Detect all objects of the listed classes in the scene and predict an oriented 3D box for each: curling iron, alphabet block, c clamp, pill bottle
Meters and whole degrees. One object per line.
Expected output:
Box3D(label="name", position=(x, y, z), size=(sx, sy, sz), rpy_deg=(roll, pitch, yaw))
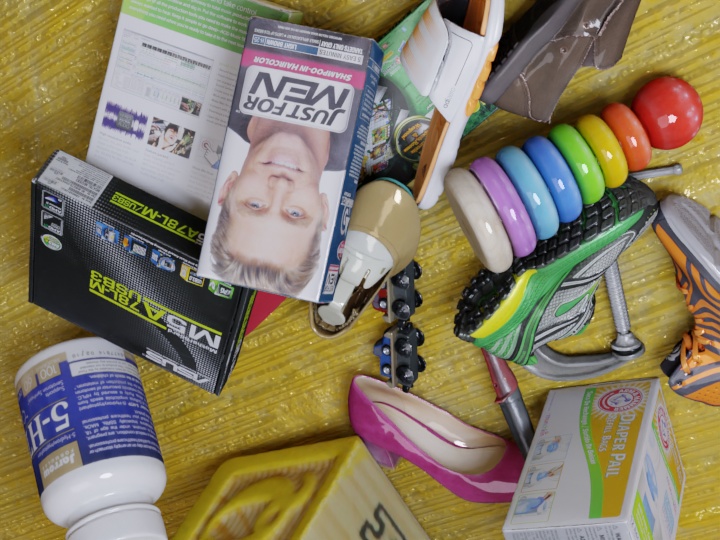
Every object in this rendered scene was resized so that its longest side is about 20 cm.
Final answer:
Box3D(label="curling iron", position=(0.126, 0.103, 1.156), size=(0.025, 0.050, 0.201), rpy_deg=(-19, 99, -4))
Box3D(label="alphabet block", position=(-0.055, 0.301, 1.253), size=(0.195, 0.197, 0.201), rpy_deg=(-18, 117, 37))
Box3D(label="c clamp", position=(0.186, 0.009, 1.107), size=(0.170, 0.027, 0.201), rpy_deg=(0, 119, 21))
Box3D(label="pill bottle", position=(-0.249, 0.176, 1.261), size=(0.120, 0.119, 0.201), rpy_deg=(-42, 56, 35))

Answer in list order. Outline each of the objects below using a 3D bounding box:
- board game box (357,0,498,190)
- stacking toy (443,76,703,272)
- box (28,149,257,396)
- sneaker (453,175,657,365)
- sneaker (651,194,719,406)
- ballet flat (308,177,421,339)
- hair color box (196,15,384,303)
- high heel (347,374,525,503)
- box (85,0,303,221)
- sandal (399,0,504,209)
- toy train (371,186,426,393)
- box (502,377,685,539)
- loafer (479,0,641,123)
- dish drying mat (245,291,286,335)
Box3D(label="board game box", position=(0.030, -0.129, 1.068), size=(0.200, 0.023, 0.105), rpy_deg=(-38, 100, 25))
Box3D(label="stacking toy", position=(0.166, -0.079, 0.994), size=(0.199, 0.085, 0.086), rpy_deg=(-28, 110, -1))
Box3D(label="box", position=(-0.188, 0.007, 1.149), size=(0.199, 0.048, 0.194), rpy_deg=(26, 143, 2))
Box3D(label="sneaker", position=(0.165, 0.000, 1.066), size=(0.085, 0.078, 0.200), rpy_deg=(29, 128, -21))
Box3D(label="sneaker", position=(0.271, 0.039, 1.061), size=(0.112, 0.078, 0.200), rpy_deg=(-35, 103, 33))
Box3D(label="ballet flat", position=(0.000, 0.000, 1.094), size=(0.068, 0.063, 0.200), rpy_deg=(28, 149, 2))
Box3D(label="hair color box", position=(-0.052, -0.083, 1.019), size=(0.099, 0.061, 0.202), rpy_deg=(12, 91, 9))
Box3D(label="high heel", position=(0.082, 0.148, 1.209), size=(0.199, 0.067, 0.096), rpy_deg=(13, 135, 29))
Box3D(label="box", position=(-0.142, -0.138, 1.101), size=(0.143, 0.036, 0.201), rpy_deg=(21, 108, 11))
Box3D(label="sandal", position=(0.055, -0.139, 0.997), size=(0.059, 0.079, 0.208), rpy_deg=(11, 120, -10))
Box3D(label="toy train", position=(0.029, 0.018, 1.167), size=(0.046, 0.034, 0.201), rpy_deg=(12, 121, 28))
Box3D(label="box", position=(0.199, 0.190, 1.106), size=(0.101, 0.200, 0.113), rpy_deg=(-9, 114, 25))
Box3D(label="loafer", position=(0.168, -0.186, 0.972), size=(0.071, 0.073, 0.200), rpy_deg=(34, 124, -15))
Box3D(label="dish drying mat", position=(-0.089, 0.002, 1.181), size=(0.076, 0.018, 0.200), rpy_deg=(16, 140, -27))
